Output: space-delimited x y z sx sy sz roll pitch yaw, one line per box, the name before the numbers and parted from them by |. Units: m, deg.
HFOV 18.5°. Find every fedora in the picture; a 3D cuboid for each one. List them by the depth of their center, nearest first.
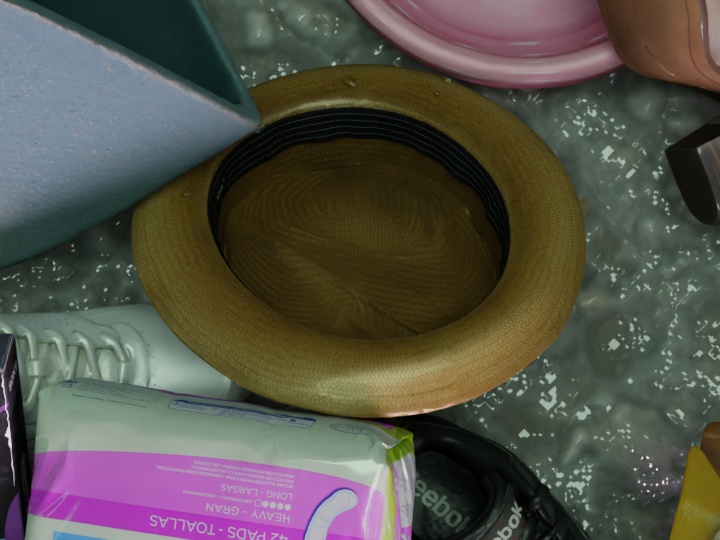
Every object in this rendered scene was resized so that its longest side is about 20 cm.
fedora | 0.000 0.000 0.951 0.200 0.082 0.201 -2 50 3

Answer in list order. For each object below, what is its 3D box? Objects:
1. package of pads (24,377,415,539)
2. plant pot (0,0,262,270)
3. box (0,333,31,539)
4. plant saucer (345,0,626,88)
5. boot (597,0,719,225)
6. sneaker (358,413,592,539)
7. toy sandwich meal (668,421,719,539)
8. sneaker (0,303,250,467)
package of pads | -0.059 0.152 0.888 0.154 0.068 0.200 8 93 11
plant pot | -0.200 -0.099 0.912 0.200 0.196 0.197 -37 62 18
box | -0.206 0.122 0.917 0.143 0.036 0.200 -3 115 -1
plant saucer | 0.073 -0.178 1.010 0.200 0.051 0.201 0 81 -1
boot | 0.186 -0.118 0.965 0.146 0.070 0.200 -28 114 -22
sneaker | 0.069 0.130 0.941 0.200 0.098 0.071 39 81 2
toy sandwich meal | 0.153 0.155 0.903 0.070 0.205 0.205 12 80 37
sneaker | -0.145 0.050 0.948 0.200 0.099 0.078 -6 80 -2
